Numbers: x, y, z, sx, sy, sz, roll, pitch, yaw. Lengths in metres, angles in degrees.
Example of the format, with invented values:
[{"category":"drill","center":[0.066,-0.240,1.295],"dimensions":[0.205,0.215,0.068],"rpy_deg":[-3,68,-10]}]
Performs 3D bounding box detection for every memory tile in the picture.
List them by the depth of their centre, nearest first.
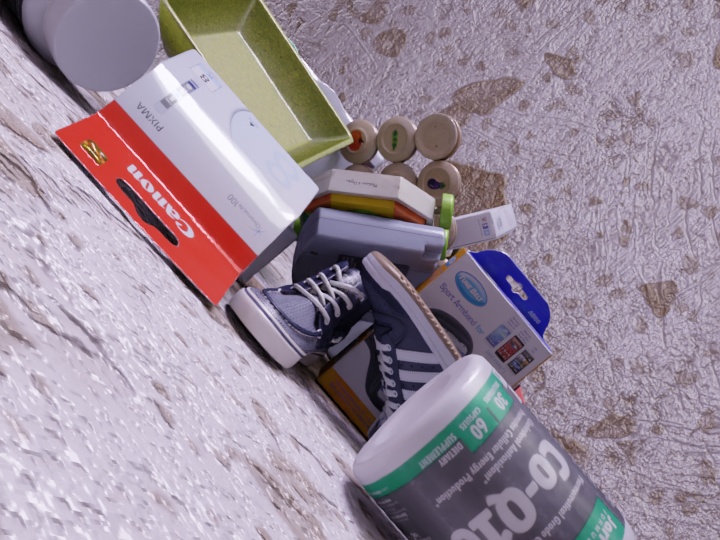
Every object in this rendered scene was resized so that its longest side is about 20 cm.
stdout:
[{"category":"memory tile","center":[0.037,-0.068,0.945],"dimensions":[0.152,0.202,0.017],"rpy_deg":[3,0,30]}]

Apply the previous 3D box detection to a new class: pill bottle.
[{"category":"pill bottle","center":[0.099,0.164,0.550],"dimensions":[0.200,0.113,0.113],"rpy_deg":[48,1,0]},{"category":"pill bottle","center":[-0.267,-0.256,0.799],"dimensions":[0.200,0.113,0.113],"rpy_deg":[50,1,37]}]

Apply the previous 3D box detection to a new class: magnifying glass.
[{"category":"magnifying glass","center":[-0.141,-0.179,0.966],"dimensions":[0.079,0.201,0.022],"rpy_deg":[36,-3,-5]}]

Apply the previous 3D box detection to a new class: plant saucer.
[{"category":"plant saucer","center":[-0.110,-0.187,0.881],"dimensions":[0.201,0.048,0.200],"rpy_deg":[56,26,-4]}]

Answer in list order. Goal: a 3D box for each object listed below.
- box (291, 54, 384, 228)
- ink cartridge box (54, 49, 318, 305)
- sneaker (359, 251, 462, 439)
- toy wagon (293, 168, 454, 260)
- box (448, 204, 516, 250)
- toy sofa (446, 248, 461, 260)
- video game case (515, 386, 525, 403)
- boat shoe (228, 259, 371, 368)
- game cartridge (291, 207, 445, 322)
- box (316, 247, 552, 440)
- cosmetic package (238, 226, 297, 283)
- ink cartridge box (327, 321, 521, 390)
[{"category":"box","center":[-0.110,-0.142,1.047],"dimensions":[0.199,0.200,0.131],"rpy_deg":[49,-1,-6]},{"category":"ink cartridge box","center":[-0.119,-0.081,0.658],"dimensions":[0.160,0.047,0.200],"rpy_deg":[49,21,-10]},{"category":"sneaker","center":[0.031,0.090,0.712],"dimensions":[0.201,0.108,0.070],"rpy_deg":[56,3,-13]},{"category":"toy wagon","center":[0.010,-0.037,0.845],"dimensions":[0.154,0.040,0.200],"rpy_deg":[8,-24,5]},{"category":"box","center":[0.077,-0.036,1.028],"dimensions":[0.144,0.198,0.037],"rpy_deg":[-20,97,-69]},{"category":"toy sofa","center":[0.050,0.038,1.120],"dimensions":[0.098,0.199,0.083],"rpy_deg":[66,29,-25]},{"category":"video game case","center":[0.161,0.208,0.963],"dimensions":[0.143,0.017,0.202],"rpy_deg":[125,-46,-65]},{"category":"boat shoe","center":[-0.040,0.025,0.712],"dimensions":[0.075,0.093,0.200],"rpy_deg":[49,0,8]},{"category":"game cartridge","center":[0.000,0.000,0.837],"dimensions":[0.132,0.042,0.200],"rpy_deg":[13,-23,-1]},{"category":"box","center":[0.073,0.074,0.768],"dimensions":[0.119,0.200,0.041],"rpy_deg":[48,10,-4]},{"category":"cosmetic package","center":[-0.145,-0.083,0.860],"dimensions":[0.102,0.071,0.200],"rpy_deg":[48,1,-34]},{"category":"ink cartridge box","center":[0.059,0.096,0.949],"dimensions":[0.083,0.146,0.200],"rpy_deg":[48,1,-32]}]
